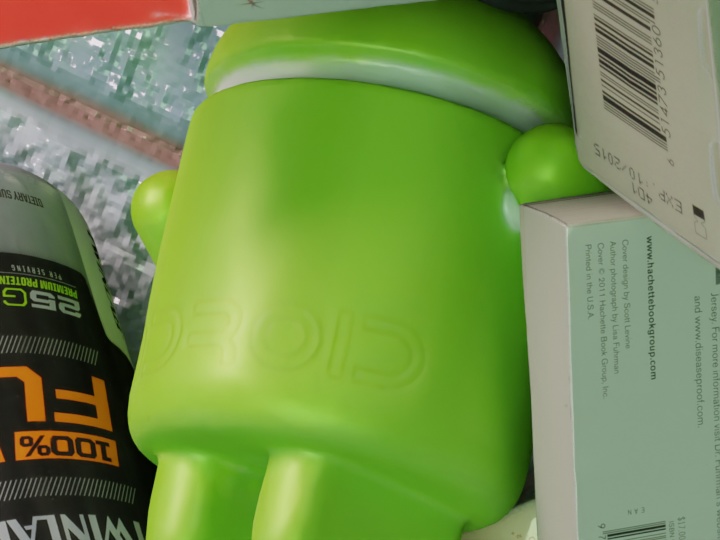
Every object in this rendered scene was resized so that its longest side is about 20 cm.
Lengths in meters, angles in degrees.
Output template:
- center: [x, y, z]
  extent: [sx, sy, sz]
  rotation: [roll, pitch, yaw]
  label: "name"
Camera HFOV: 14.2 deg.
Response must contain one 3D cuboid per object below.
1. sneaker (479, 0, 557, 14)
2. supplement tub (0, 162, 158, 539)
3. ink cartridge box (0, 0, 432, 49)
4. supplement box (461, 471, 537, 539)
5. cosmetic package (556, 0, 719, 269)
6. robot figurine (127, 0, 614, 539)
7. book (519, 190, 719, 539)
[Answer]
- center: [0.004, -0.132, 0.836]
  extent: [0.074, 0.089, 0.200]
  rotation: [-31, 60, -18]
  label: "sneaker"
- center: [-0.116, 0.076, 0.863]
  extent: [0.122, 0.122, 0.200]
  rotation: [-35, 55, 20]
  label: "supplement tub"
- center: [-0.052, -0.155, 0.779]
  extent: [0.173, 0.044, 0.201]
  rotation: [-7, 58, -4]
  label: "ink cartridge box"
- center: [0.032, 0.142, 0.896]
  extent: [0.200, 0.074, 0.126]
  rotation: [-26, 91, 21]
  label: "supplement box"
- center: [0.150, -0.092, 0.742]
  extent: [0.071, 0.200, 0.105]
  rotation: [41, 148, 48]
  label: "cosmetic package"
- center: [0.000, 0.000, 0.836]
  extent: [0.175, 0.116, 0.201]
  rotation: [-7, 65, 44]
  label: "robot figurine"
- center: [0.145, 0.036, 0.797]
  extent: [0.199, 0.048, 0.134]
  rotation: [-8, 104, -18]
  label: "book"
